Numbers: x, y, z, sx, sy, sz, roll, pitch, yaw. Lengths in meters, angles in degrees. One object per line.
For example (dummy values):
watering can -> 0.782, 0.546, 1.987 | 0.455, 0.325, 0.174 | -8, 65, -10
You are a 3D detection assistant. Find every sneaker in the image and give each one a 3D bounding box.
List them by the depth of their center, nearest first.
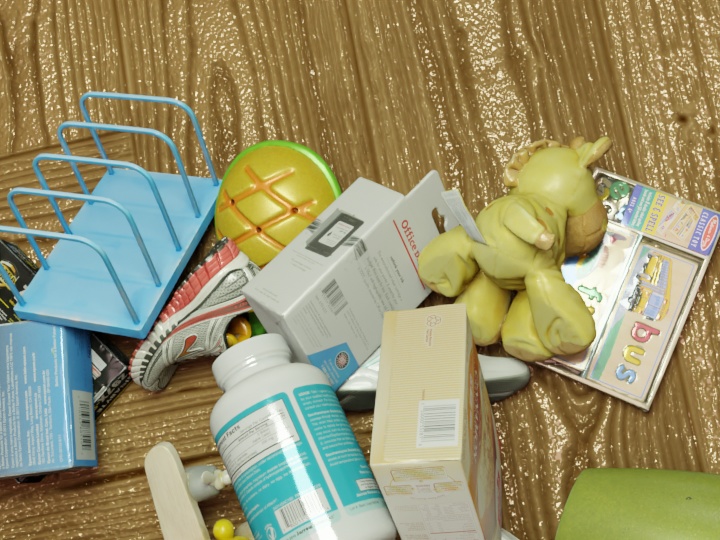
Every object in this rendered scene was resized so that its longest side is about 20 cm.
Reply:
sneaker -> 0.060, 0.085, 0.965 | 0.199, 0.071, 0.081 | 0, 61, 3
sneaker -> -0.154, 0.060, 0.970 | 0.082, 0.078, 0.200 | 39, 127, -6

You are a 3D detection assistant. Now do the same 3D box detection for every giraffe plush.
giraffe plush -> 0.156, -0.039, 0.915 | 0.172, 0.200, 0.162 | 14, 49, 38

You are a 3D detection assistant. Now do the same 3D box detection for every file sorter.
file sorter -> -0.237, -0.059, 0.955 | 0.138, 0.123, 0.200 | 8, 49, 18

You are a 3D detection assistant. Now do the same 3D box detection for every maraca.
maraca -> -0.079, -0.026, 0.988 | 0.137, 0.107, 0.201 | 8, 103, 21

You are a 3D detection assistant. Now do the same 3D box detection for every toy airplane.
toy airplane -> -0.138, 0.282, 0.950 | 0.199, 0.141, 0.200 | 34, 125, 23

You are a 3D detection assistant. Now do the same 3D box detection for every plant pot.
plant pot -> 0.271, 0.246, 0.854 | 0.199, 0.187, 0.188 | 16, 85, 24

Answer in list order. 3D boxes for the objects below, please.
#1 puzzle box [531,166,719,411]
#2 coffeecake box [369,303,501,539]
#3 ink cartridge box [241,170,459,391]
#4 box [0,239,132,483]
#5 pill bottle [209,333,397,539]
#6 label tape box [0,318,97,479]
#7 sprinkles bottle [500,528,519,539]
puzzle box -> 0.247, 0.017, 0.964 | 0.133, 0.025, 0.201 | 22, 86, 11
coffeecake box -> 0.070, 0.153, 0.858 | 0.073, 0.200, 0.154 | -6, 45, 13
ink cartridge box -> 0.000, 0.000, 0.941 | 0.200, 0.116, 0.067 | -44, 44, -20
box -> -0.350, 0.093, 1.043 | 0.200, 0.049, 0.160 | 41, 88, 13
pill bottle -> -0.057, 0.155, 0.851 | 0.111, 0.111, 0.200 | -28, 68, 5
label tape box -> -0.361, 0.130, 0.983 | 0.199, 0.066, 0.144 | -9, 79, 10
sprinkles bottle -> 0.086, 0.329, 0.925 | 0.068, 0.068, 0.200 | 34, 89, 12
